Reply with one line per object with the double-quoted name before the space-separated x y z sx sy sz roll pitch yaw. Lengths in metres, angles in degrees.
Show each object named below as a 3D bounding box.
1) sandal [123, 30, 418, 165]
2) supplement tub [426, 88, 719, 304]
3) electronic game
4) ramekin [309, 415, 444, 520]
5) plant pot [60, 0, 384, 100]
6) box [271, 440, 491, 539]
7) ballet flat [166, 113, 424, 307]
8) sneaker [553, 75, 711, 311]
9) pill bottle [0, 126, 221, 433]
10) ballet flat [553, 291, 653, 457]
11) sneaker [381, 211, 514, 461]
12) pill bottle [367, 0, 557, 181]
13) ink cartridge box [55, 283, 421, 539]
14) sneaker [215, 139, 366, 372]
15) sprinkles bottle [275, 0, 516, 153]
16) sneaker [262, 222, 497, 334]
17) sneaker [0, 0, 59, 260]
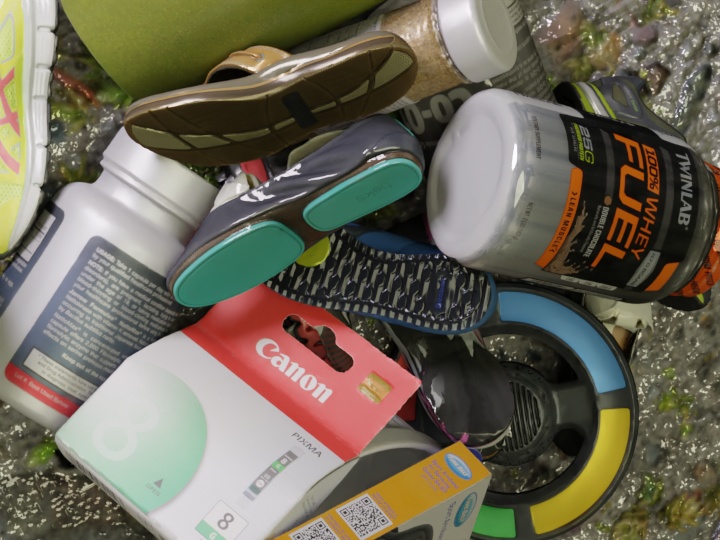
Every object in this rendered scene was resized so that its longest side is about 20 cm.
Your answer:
"sandal" -0.060 -0.122 1.250 0.198 0.054 0.080 -18 147 8
"supplement tub" 0.156 -0.046 1.296 0.199 0.122 0.124 11 97 -27
"electronic game" 0.113 0.109 1.435 0.198 0.042 0.202 1 94 10
"ramekin" -0.031 0.179 1.374 0.199 0.105 0.201 -20 131 -25
"plant pot" -0.099 -0.211 1.287 0.199 0.187 0.187 -37 109 7
"box" 0.012 0.195 1.285 0.199 0.042 0.120 -22 144 -31
"ballet flat" -0.048 -0.046 1.276 0.199 0.073 0.073 -29 109 13
"sneaker" 0.223 -0.065 1.434 0.080 0.074 0.201 -23 83 -20
"pill bottle" -0.183 0.008 1.318 0.119 0.120 0.201 34 90 -20
"ballet flat" 0.197 0.052 1.473 0.067 0.068 0.202 6 98 -18
"sneaker" 0.056 0.056 1.393 0.080 0.087 0.201 -14 61 -2
"pill bottle" 0.089 -0.114 1.384 0.112 0.113 0.201 -27 106 -11
"ink cartridge box" -0.081 0.096 1.271 0.161 0.050 0.200 36 73 20
"sneaker" -0.031 -0.007 1.389 0.097 0.071 0.202 -22 105 -10
"sprinkles bottle" 0.007 -0.140 1.297 0.199 0.068 0.069 -17 109 27
"sneaker" 0.000 0.000 1.333 0.198 0.078 0.066 16 90 4
"sneaker" -0.260 -0.108 1.300 0.090 0.078 0.202 3 88 -18
